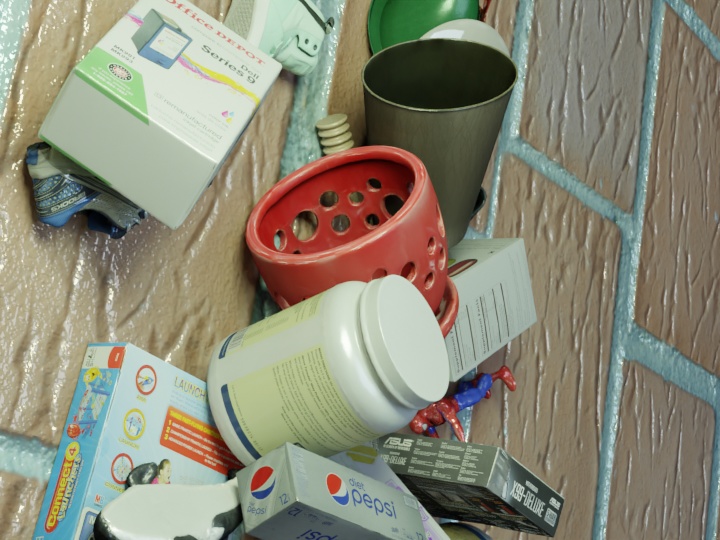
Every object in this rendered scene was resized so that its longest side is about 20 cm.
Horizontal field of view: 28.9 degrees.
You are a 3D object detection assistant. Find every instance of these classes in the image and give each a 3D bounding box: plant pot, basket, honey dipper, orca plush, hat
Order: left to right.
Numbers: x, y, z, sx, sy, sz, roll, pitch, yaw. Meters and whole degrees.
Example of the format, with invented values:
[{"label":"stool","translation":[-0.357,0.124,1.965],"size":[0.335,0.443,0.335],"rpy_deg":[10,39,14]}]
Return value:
[{"label":"orca plush","translation":[-0.169,0.226,1.256],"size":[0.105,0.071,0.200],"rpy_deg":[40,28,11]},{"label":"honey dipper","translation":[-0.009,-0.076,1.579],"size":[0.038,0.038,0.203],"rpy_deg":[-38,122,-46]},{"label":"plant pot","translation":[0.000,0.000,1.453],"size":[0.201,0.198,0.184],"rpy_deg":[-51,131,-41]},{"label":"basket","translation":[0.075,-0.132,1.542],"size":[0.178,0.136,0.202],"rpy_deg":[-14,134,-24]},{"label":"hat","translation":[0.120,-0.308,1.604],"size":[0.164,0.176,0.203],"rpy_deg":[11,67,-29]}]

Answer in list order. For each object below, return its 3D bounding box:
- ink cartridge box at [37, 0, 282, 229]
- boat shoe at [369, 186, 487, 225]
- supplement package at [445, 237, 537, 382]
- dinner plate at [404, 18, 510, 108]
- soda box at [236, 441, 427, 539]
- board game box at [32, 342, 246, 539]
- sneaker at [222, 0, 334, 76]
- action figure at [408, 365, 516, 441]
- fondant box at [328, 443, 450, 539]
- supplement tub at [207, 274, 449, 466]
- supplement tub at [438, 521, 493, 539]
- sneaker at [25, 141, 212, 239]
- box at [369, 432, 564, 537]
[{"label":"ink cartridge box","translation":[-0.171,-0.151,1.238],"size":[0.144,0.088,0.201],"rpy_deg":[34,33,-6]},{"label":"boat shoe","translation":[0.086,-0.065,1.673],"size":[0.198,0.065,0.076],"rpy_deg":[-19,104,-51]},{"label":"supplement package","translation":[0.109,0.043,1.658],"size":[0.199,0.112,0.111],"rpy_deg":[-29,112,-50]},{"label":"dinner plate","translation":[0.106,-0.192,1.632],"size":[0.198,0.024,0.203],"rpy_deg":[-21,129,-28]},{"label":"soda box","translation":[-0.024,0.228,1.304],"size":[0.199,0.068,0.064],"rpy_deg":[30,35,-43]},{"label":"board game box","translation":[-0.193,0.194,1.300],"size":[0.199,0.055,0.199],"rpy_deg":[35,60,-46]},{"label":"sneaker","translation":[-0.091,-0.220,1.439],"size":[0.118,0.073,0.203],"rpy_deg":[41,54,-35]},{"label":"action figure","translation":[0.126,0.186,1.705],"size":[0.199,0.065,0.100],"rpy_deg":[-13,81,-52]},{"label":"fondant box","translation":[-0.021,0.246,1.435],"size":[0.200,0.058,0.144],"rpy_deg":[49,40,10]},{"label":"supplement tub","translation":[-0.030,0.098,1.320],"size":[0.145,0.198,0.147],"rpy_deg":[41,36,-40]},{"label":"supplement tub","translation":[0.066,0.367,1.557],"size":[0.199,0.143,0.147],"rpy_deg":[-3,90,-52]},{"label":"sneaker","translation":[-0.219,-0.073,1.280],"size":[0.198,0.076,0.087],"rpy_deg":[-3,97,-44]},{"label":"box","translation":[0.106,0.238,1.573],"size":[0.157,0.198,0.050],"rpy_deg":[40,62,-43]}]
